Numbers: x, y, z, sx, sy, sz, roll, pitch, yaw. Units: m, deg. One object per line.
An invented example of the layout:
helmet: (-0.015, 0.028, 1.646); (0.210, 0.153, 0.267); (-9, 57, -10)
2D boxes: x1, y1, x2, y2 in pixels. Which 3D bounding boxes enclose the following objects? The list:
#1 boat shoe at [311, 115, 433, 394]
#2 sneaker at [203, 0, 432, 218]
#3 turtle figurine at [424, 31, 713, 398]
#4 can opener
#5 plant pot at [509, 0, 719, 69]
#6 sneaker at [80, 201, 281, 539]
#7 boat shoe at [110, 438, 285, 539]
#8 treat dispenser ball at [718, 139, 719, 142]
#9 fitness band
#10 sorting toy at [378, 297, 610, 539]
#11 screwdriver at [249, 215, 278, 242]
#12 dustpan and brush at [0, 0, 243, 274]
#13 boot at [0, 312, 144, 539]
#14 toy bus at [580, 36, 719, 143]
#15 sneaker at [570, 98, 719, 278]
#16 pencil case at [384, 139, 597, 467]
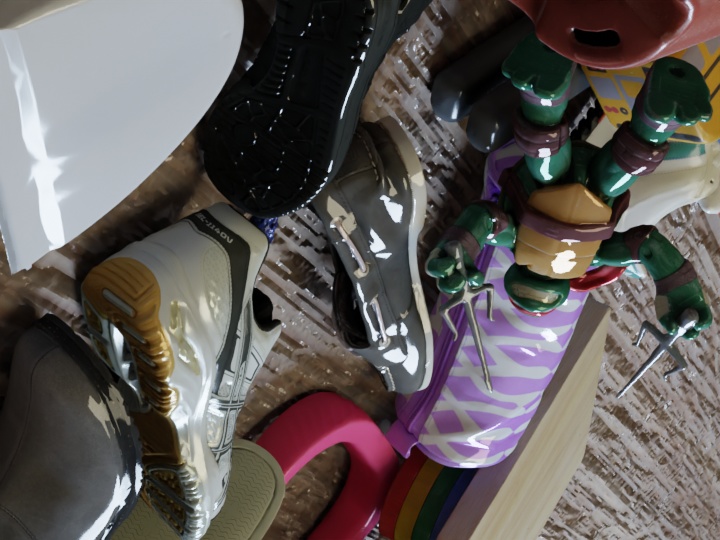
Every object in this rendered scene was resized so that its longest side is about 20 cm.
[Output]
boat shoe: (0.000, 0.000, 1.016); (0.057, 0.067, 0.201); (-20, 143, -12)
sneaker: (0.000, -0.110, 0.838); (0.104, 0.060, 0.200); (-52, 175, -39)
turtle figurine: (0.102, -0.022, 0.996); (0.149, 0.101, 0.201); (-2, 134, -13)
can opener: (0.117, -0.117, 1.059); (0.200, 0.053, 0.067); (-34, 152, -35)
plant pot: (0.159, -0.191, 0.877); (0.195, 0.201, 0.201); (-27, 148, -29)
sneaker: (-0.071, 0.051, 0.930); (0.088, 0.076, 0.201); (-38, 154, -27)
boat shoe: (-0.120, 0.164, 1.032); (0.200, 0.072, 0.068); (-45, 176, -19)
treat dispenser ball: (0.323, -0.109, 1.262); (0.201, 0.201, 0.201); (-40, 155, -24)
fitness band: (-0.038, 0.146, 1.179); (0.144, 0.037, 0.200); (-48, 158, -8)
sorting toy: (0.080, 0.134, 1.296); (0.200, 0.069, 0.199); (-55, 161, -29)
screwdriver: (-0.052, 0.001, 0.948); (0.028, 0.029, 0.201); (-22, 139, -49)
dustpan and brush: (-0.072, -0.103, 0.751); (0.199, 0.057, 0.140); (-34, 154, -20)
boot: (-0.167, 0.119, 0.870); (0.131, 0.070, 0.201); (-28, 144, -33)
toy bus: (0.199, -0.153, 1.044); (0.200, 0.065, 0.078); (-52, 129, -22)
sneaker: (0.188, -0.085, 1.160); (0.200, 0.093, 0.070); (-53, -176, 9)
pencil case: (0.080, 0.020, 1.134); (0.085, 0.084, 0.201); (-19, 138, -41)
